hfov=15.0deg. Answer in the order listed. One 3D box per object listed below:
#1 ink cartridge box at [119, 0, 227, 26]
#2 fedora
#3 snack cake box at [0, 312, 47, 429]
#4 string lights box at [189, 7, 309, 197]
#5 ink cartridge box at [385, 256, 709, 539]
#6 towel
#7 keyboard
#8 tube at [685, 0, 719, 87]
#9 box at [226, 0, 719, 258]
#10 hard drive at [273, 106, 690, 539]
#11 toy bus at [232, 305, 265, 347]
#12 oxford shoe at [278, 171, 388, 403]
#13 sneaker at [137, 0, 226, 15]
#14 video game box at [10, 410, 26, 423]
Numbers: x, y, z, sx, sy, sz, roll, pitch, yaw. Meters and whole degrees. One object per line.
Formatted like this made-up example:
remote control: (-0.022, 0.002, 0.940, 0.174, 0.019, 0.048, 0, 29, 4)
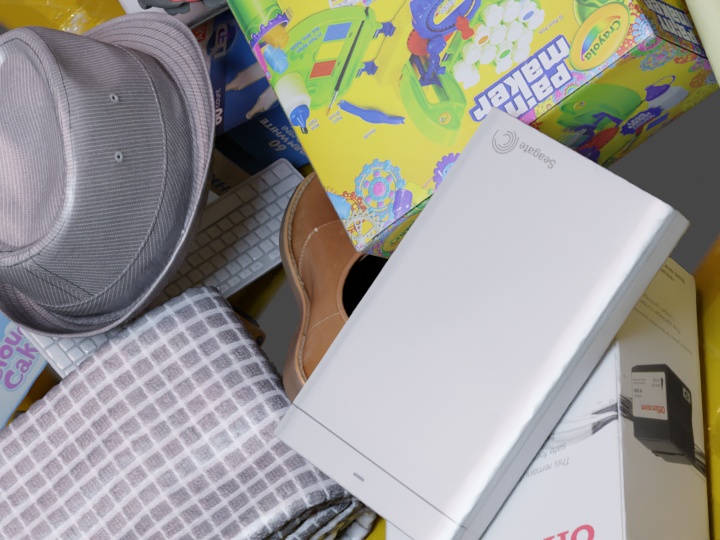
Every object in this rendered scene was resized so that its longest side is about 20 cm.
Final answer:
ink cartridge box: (-0.067, -0.251, 1.657, 0.200, 0.146, 0.147, -28, 6, 13)
fedora: (-0.169, -0.064, 1.506, 0.177, 0.090, 0.201, -15, 64, 33)
snack cake box: (-0.210, -0.012, 1.634, 0.200, 0.067, 0.115, -55, 40, 7)
string lights box: (-0.022, -0.129, 1.660, 0.200, 0.059, 0.103, -25, 48, 32)
ink cartridge box: (0.092, 0.092, 1.361, 0.145, 0.084, 0.200, -24, 48, 32)
towel: (-0.114, 0.125, 1.483, 0.200, 0.086, 0.166, -37, 61, -3)
keyboard: (-0.102, 0.001, 1.587, 0.200, 0.011, 0.056, -34, 74, -27)
tube: (0.204, -0.110, 1.410, 0.052, 0.058, 0.200, -14, 48, -4)
box: (0.059, -0.136, 1.477, 0.200, 0.122, 0.193, -35, 68, 21)
hard drive: (0.057, 0.030, 1.339, 0.132, 0.027, 0.200, 33, 88, 42)
toy bus: (-0.139, 0.014, 1.658, 0.065, 0.078, 0.200, -54, 38, 0)
oxford shoe: (0.000, 0.000, 1.513, 0.071, 0.071, 0.200, -54, 24, 32)
sneaker: (-0.058, -0.223, 1.536, 0.200, 0.098, 0.071, -31, 40, 11)
video game box: (-0.163, 0.176, 1.592, 0.200, 0.047, 0.183, 2, 66, 46)
